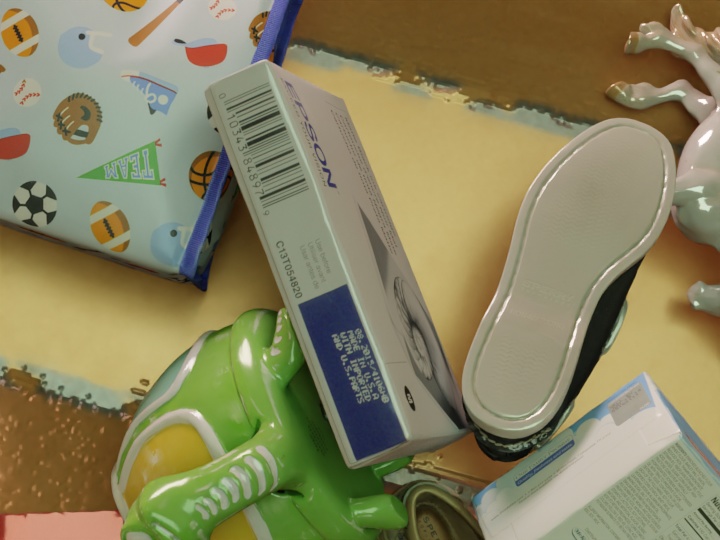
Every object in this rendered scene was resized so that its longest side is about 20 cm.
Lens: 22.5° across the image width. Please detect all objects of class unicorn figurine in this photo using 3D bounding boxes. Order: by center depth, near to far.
[{"bbox_3d":[0.195,-0.054,1.032,0.137,0.074,0.201,22,81,3],"label":"unicorn figurine"}]

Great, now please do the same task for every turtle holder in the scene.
[{"bbox_3d":[-0.056,0.107,0.928,0.131,0.186,0.141,-28,120,12],"label":"turtle holder"}]

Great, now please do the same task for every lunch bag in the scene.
[{"bbox_3d":[-0.131,-0.109,0.986,0.169,0.124,0.201,17,86,-1],"label":"lunch bag"}]

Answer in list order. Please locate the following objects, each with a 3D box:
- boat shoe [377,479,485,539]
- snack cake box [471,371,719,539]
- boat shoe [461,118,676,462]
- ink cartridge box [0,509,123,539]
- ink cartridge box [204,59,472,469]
[{"bbox_3d":[0.076,0.203,0.978,0.073,0.063,0.200,-37,86,-11],"label":"boat shoe"},{"bbox_3d":[0.164,0.163,0.932,0.115,0.067,0.200,-37,115,9],"label":"snack cake box"},{"bbox_3d":[0.110,0.010,0.957,0.074,0.060,0.201,19,65,12],"label":"boat shoe"},{"bbox_3d":[-0.225,0.208,0.956,0.199,0.050,0.162,-1,80,-4],"label":"ink cartridge box"},{"bbox_3d":[0.000,0.000,0.938,0.040,0.200,0.200,-23,83,12],"label":"ink cartridge box"}]
